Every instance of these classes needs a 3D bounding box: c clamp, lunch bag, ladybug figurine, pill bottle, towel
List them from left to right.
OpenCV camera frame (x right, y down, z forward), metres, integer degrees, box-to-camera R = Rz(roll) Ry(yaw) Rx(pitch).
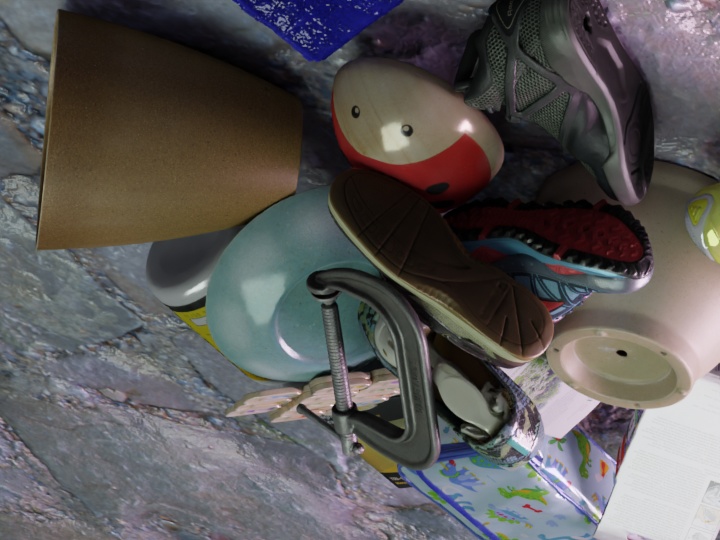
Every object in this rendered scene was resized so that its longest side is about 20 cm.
[{"bbox_3d":[-0.090,0.030,1.873,0.112,0.113,0.200,-10,139,39],"label":"pill bottle"},{"bbox_3d":[-0.066,-0.232,1.498,0.199,0.050,0.147,32,148,-21],"label":"towel"},{"bbox_3d":[-0.004,0.075,1.617,0.170,0.027,0.201,32,140,37],"label":"c clamp"},{"bbox_3d":[0.039,-0.096,1.599,0.135,0.073,0.200,19,168,22],"label":"ladybug figurine"},{"bbox_3d":[0.140,0.189,1.932,0.160,0.083,0.200,-9,142,38],"label":"lunch bag"}]

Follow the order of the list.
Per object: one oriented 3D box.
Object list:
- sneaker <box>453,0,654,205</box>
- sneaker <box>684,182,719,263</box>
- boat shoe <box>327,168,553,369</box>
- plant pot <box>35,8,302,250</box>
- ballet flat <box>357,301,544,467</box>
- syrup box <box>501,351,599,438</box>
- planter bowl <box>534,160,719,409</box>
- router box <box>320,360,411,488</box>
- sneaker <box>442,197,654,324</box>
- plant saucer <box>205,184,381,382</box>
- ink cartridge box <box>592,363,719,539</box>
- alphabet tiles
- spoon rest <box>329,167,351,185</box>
[{"bbox_3d":[0.142,-0.126,1.533,0.113,0.077,0.200,-2,141,34],"label":"sneaker"},{"bbox_3d":[0.339,-0.026,1.583,0.199,0.076,0.105,20,134,-40],"label":"sneaker"},{"bbox_3d":[0.050,0.007,1.567,0.200,0.073,0.065,41,146,4],"label":"boat shoe"},{"bbox_3d":[-0.150,-0.099,1.656,0.198,0.188,0.187,6,151,-10],"label":"plant pot"},{"bbox_3d":[0.061,0.070,1.606,0.200,0.074,0.074,40,161,29],"label":"ballet flat"},{"bbox_3d":[0.119,0.070,1.734,0.079,0.082,0.199,-44,144,24],"label":"syrup box"},{"bbox_3d":[0.218,0.025,1.673,0.198,0.136,0.201,14,150,8],"label":"planter bowl"},{"bbox_3d":[0.072,0.143,2.027,0.199,0.053,0.157,-11,139,41],"label":"router box"},{"bbox_3d":[0.146,0.000,1.592,0.199,0.079,0.096,10,129,45],"label":"sneaker"},{"bbox_3d":[-0.024,0.023,1.692,0.199,0.039,0.202,-12,131,-13],"label":"plant saucer"},{"bbox_3d":[0.286,0.163,1.855,0.108,0.050,0.201,18,121,0],"label":"ink cartridge box"},{"bbox_3d":[-0.014,0.107,1.816,0.194,0.015,0.200,-7,170,-16],"label":"alphabet tiles"},{"bbox_3d":[0.000,0.000,1.756,0.060,0.099,0.201,20,134,25],"label":"spoon rest"}]
